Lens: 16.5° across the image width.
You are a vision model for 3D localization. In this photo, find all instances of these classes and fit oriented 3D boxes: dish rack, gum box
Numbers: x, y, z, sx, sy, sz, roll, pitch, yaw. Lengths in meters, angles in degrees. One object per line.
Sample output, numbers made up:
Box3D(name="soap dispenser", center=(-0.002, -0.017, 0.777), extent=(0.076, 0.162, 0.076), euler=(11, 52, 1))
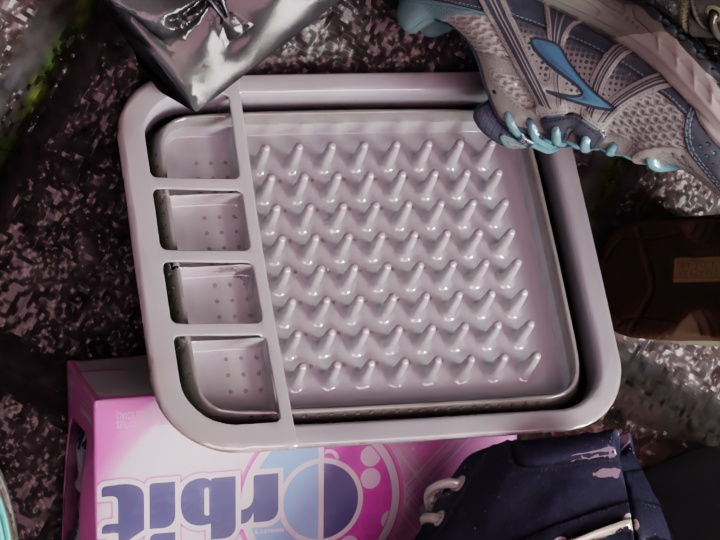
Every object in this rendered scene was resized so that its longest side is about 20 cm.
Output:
Box3D(name="dish rack", center=(0.000, 0.000, 1.041), extent=(0.199, 0.044, 0.173), euler=(-2, 63, -16))
Box3D(name="gum box", center=(-0.035, 0.095, 1.077), extent=(0.199, 0.066, 0.114), euler=(-3, 104, -17))

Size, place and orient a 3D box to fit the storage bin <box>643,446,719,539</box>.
Box3D(name="storage bin", center=(0.178, 0.158, 1.100), extent=(0.145, 0.200, 0.135), euler=(-21, 100, -11))

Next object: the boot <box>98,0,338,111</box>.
Box3D(name="boot", center=(-0.041, -0.186, 1.003), extent=(0.200, 0.066, 0.165), euler=(-36, 96, 1))

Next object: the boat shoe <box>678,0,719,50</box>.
Box3D(name="boat shoe", center=(0.156, -0.118, 1.005), extent=(0.066, 0.072, 0.201), euler=(-35, 70, 1))

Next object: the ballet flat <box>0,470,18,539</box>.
Box3D(name="ballet flat", center=(-0.184, 0.076, 1.024), extent=(0.068, 0.068, 0.201), euler=(-14, 108, -12))

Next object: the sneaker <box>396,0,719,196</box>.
Box3D(name="sneaker", center=(0.098, -0.076, 1.041), extent=(0.200, 0.078, 0.086), euler=(44, 103, 20))

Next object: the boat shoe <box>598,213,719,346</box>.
Box3D(name="boat shoe", center=(0.190, 0.006, 1.058), extent=(0.074, 0.202, 0.075), euler=(4, 96, -34))

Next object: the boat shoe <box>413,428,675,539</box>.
Box3D(name="boat shoe", center=(0.037, 0.126, 1.028), extent=(0.199, 0.075, 0.093), euler=(-14, 77, 15))
